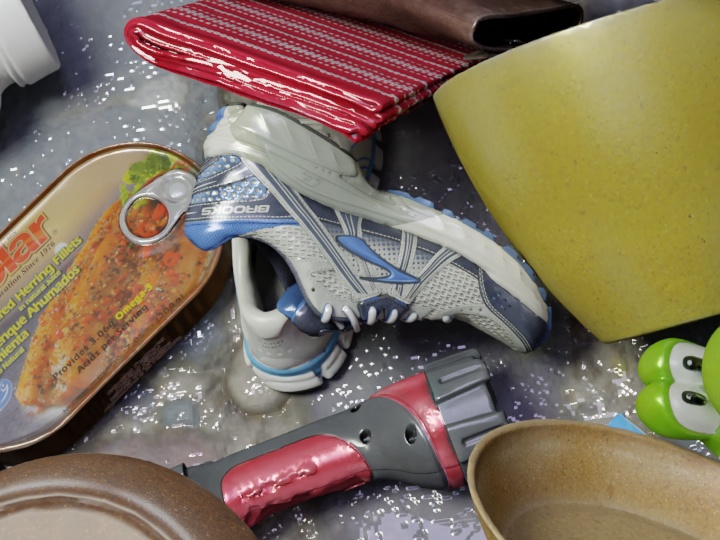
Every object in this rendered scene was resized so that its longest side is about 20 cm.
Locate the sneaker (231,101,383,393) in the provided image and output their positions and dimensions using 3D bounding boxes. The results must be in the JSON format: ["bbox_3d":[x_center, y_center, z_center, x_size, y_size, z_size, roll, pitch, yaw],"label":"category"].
[{"bbox_3d":[-0.032,-0.043,0.988,0.074,0.087,0.201,-3,66,11],"label":"sneaker"}]

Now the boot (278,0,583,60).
[{"bbox_3d":[0.002,-0.160,0.972,0.166,0.199,0.073,32,116,39],"label":"boot"}]

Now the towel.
[{"bbox_3d":[-0.019,-0.115,0.974,0.144,0.200,0.023,22,111,16],"label":"towel"}]

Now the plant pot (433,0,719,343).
[{"bbox_3d":[0.149,-0.045,0.917,0.199,0.200,0.143,-15,87,3],"label":"plant pot"}]

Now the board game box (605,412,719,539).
[{"bbox_3d":[0.132,0.206,0.872,0.196,0.056,0.200,39,79,21],"label":"board game box"}]

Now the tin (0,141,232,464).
[{"bbox_3d":[-0.156,0.017,1.010,0.200,0.042,0.112,-44,72,-10],"label":"tin"}]

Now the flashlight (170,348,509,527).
[{"bbox_3d":[-0.021,0.105,0.935,0.199,0.068,0.068,-22,76,0],"label":"flashlight"}]

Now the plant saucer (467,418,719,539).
[{"bbox_3d":[0.133,0.131,0.794,0.199,0.200,0.036,28,112,19],"label":"plant saucer"}]

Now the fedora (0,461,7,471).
[{"bbox_3d":[-0.210,0.145,0.885,0.199,0.092,0.201,-19,26,10],"label":"fedora"}]

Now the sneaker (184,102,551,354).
[{"bbox_3d":[0.000,0.000,0.919,0.199,0.077,0.086,29,80,-12],"label":"sneaker"}]

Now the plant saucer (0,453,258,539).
[{"bbox_3d":[-0.121,0.166,0.729,0.199,0.035,0.202,-4,70,11],"label":"plant saucer"}]

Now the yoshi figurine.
[{"bbox_3d":[0.229,0.063,0.854,0.199,0.113,0.113,9,30,-11],"label":"yoshi figurine"}]

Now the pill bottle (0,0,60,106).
[{"bbox_3d":[-0.276,-0.107,1.039,0.199,0.113,0.113,-27,66,-2],"label":"pill bottle"}]
